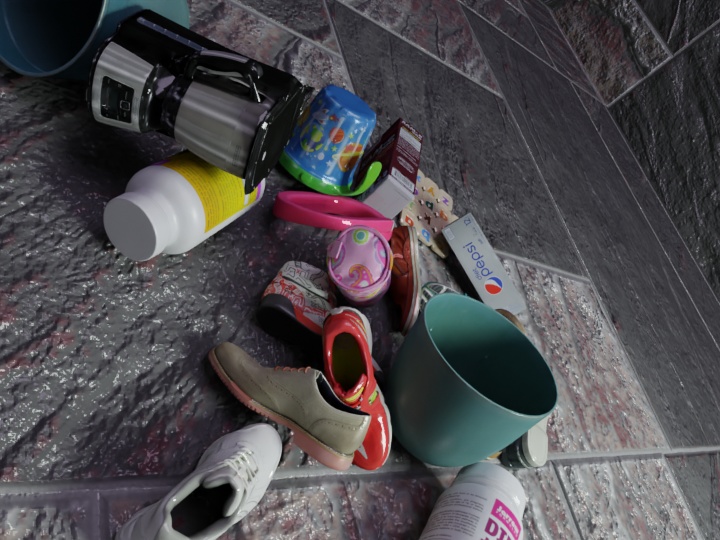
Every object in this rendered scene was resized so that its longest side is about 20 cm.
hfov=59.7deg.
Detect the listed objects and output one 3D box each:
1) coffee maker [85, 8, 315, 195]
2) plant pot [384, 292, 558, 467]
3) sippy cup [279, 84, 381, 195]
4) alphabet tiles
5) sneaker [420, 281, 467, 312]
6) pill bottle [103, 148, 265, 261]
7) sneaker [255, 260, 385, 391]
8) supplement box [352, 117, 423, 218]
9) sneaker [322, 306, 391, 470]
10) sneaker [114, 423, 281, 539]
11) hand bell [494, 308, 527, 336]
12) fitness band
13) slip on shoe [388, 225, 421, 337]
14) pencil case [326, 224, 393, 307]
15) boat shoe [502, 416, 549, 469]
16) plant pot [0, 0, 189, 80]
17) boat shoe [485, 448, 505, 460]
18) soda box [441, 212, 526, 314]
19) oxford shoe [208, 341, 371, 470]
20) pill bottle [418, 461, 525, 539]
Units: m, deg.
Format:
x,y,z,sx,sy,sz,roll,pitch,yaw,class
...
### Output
x,y,z,sx,sy,sz,roll,pitch,yaw,class
-0.178,-0.196,0.720,0.199,0.135,0.192,25,17,-1,coffee maker
0.124,0.156,0.814,0.200,0.161,0.201,25,31,-16,plant pot
-0.046,-0.210,0.978,0.177,0.131,0.140,29,29,-12,sippy cup
0.128,-0.115,1.209,0.200,0.015,0.196,36,38,-20,alphabet tiles
0.167,0.073,1.060,0.199,0.078,0.080,32,21,-33,sneaker
-0.205,-0.086,0.744,0.104,0.104,0.200,48,36,-4,pill bottle
-0.036,0.070,0.826,0.201,0.067,0.108,37,41,-15,sneaker
0.046,-0.167,1.084,0.061,0.109,0.201,36,38,-19,supplement box
-0.013,0.144,0.730,0.085,0.076,0.202,-64,142,-83,sneaker
-0.125,0.205,0.584,0.078,0.099,0.200,51,36,0,sneaker
0.146,0.133,0.950,0.199,0.104,0.105,-14,69,-26,hand bell
-0.036,-0.082,0.921,0.143,0.038,0.199,29,20,34,fitness band
0.062,0.015,0.994,0.061,0.074,0.201,1,58,-5,slip on shoe
0.000,0.000,0.827,0.088,0.087,0.200,56,-3,7,pencil case
0.267,0.235,1.018,0.073,0.062,0.200,46,37,-17,boat shoe
-0.319,-0.325,0.766,0.201,0.200,0.188,56,22,6,plant pot
0.215,0.206,0.990,0.074,0.062,0.200,39,36,-14,boat shoe
0.224,-0.006,1.146,0.201,0.063,0.068,59,11,0,soda box
-0.076,0.129,0.685,0.199,0.074,0.071,33,7,11,oxford shoe
0.128,0.329,0.743,0.114,0.113,0.200,50,36,-2,pill bottle
